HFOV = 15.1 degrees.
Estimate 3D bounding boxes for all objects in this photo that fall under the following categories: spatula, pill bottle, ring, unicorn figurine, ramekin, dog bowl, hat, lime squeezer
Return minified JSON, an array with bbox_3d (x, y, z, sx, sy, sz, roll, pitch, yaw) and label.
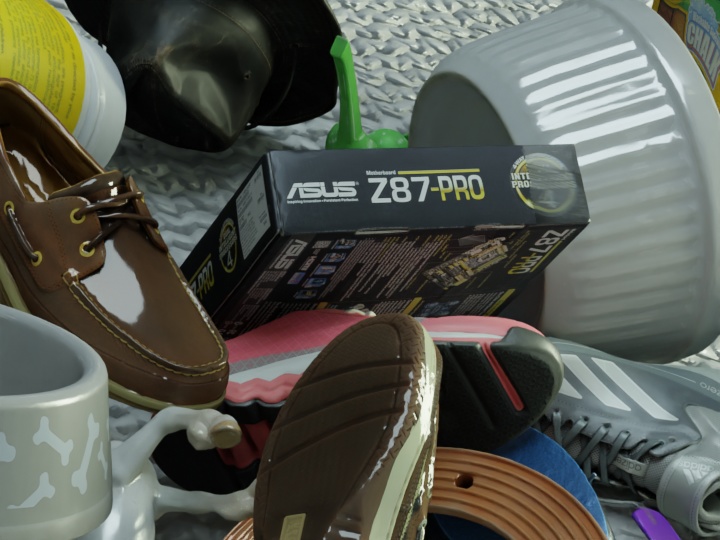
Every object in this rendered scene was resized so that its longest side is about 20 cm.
[{"bbox_3d":[0.099,0.099,1.293,0.200,0.021,0.057,36,7,19],"label":"spatula"},{"bbox_3d":[-0.216,-0.104,1.446,0.114,0.115,0.200,28,4,28],"label":"pill bottle"},{"bbox_3d":[0.016,0.157,1.162,0.200,0.019,0.201,-9,44,9],"label":"ring"},{"bbox_3d":[-0.102,0.116,1.183,0.137,0.074,0.200,-14,32,28],"label":"unicorn figurine"},{"bbox_3d":[0.105,-0.039,1.428,0.105,0.201,0.200,-15,37,-21],"label":"ramekin"},{"bbox_3d":[-0.193,0.052,1.094,0.199,0.059,0.200,11,12,-2],"label":"dog bowl"},{"bbox_3d":[-0.106,-0.120,1.558,0.200,0.201,0.081,19,64,15],"label":"hat"},{"bbox_3d":[0.011,-0.086,1.610,0.038,0.071,0.200,9,-3,25],"label":"lime squeezer"}]

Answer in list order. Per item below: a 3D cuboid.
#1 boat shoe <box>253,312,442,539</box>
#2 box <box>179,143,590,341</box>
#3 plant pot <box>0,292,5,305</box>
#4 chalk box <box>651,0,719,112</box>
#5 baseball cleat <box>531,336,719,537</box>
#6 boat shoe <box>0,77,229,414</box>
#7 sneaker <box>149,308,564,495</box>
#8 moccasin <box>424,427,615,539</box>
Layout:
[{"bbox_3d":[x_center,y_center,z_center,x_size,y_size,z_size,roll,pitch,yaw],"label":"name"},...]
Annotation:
[{"bbox_3d":[-0.005,0.116,1.145,0.075,0.075,0.203,-3,52,34],"label":"boat shoe"},{"bbox_3d":[0.000,0.000,1.328,0.161,0.200,0.049,-1,67,-21],"label":"box"},{"bbox_3d":[-0.235,0.028,1.301,0.200,0.093,0.201,7,29,-4],"label":"plant pot"},{"bbox_3d":[0.246,-0.127,1.611,0.123,0.201,0.125,1,30,-16],"label":"chalk box"},{"bbox_3d":[0.125,0.082,1.343,0.199,0.070,0.107,1,31,-14],"label":"baseball cleat"},{"bbox_3d":[-0.128,-0.012,1.243,0.072,0.068,0.200,-13,48,-44],"label":"boat shoe"},{"bbox_3d":[-0.003,0.042,1.260,0.199,0.074,0.087,-11,37,17],"label":"sneaker"},{"bbox_3d":[0.060,0.106,1.267,0.080,0.068,0.200,-32,39,-12],"label":"moccasin"}]
